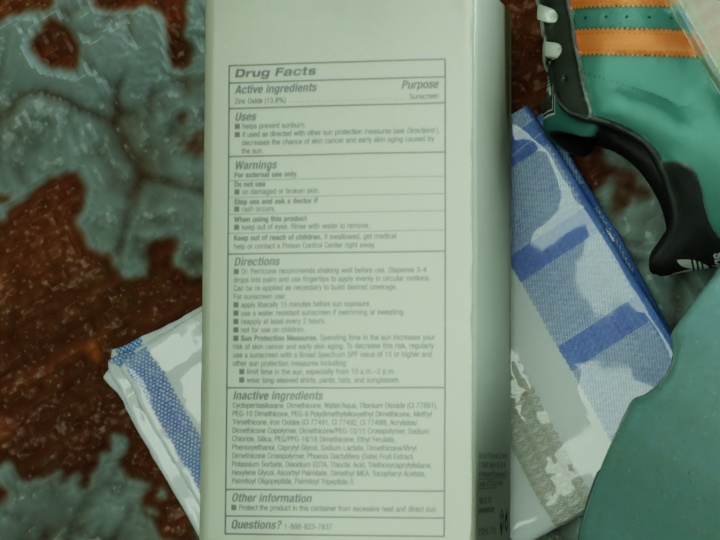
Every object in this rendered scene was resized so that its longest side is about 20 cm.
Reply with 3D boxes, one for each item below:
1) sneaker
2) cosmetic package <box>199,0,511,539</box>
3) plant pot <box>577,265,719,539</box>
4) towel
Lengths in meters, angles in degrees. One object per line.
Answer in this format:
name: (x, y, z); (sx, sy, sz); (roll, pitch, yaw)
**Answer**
sneaker: (0.089, -0.091, 0.907); (0.080, 0.071, 0.200); (-32, 80, 5)
cosmetic package: (0.000, 0.000, 0.897); (0.105, 0.071, 0.200); (1, 86, 14)
plant pot: (0.189, 0.092, 0.814); (0.196, 0.200, 0.200); (29, 92, 23)
towel: (0.017, 0.046, 0.938); (0.200, 0.024, 0.147); (-31, 79, 9)
